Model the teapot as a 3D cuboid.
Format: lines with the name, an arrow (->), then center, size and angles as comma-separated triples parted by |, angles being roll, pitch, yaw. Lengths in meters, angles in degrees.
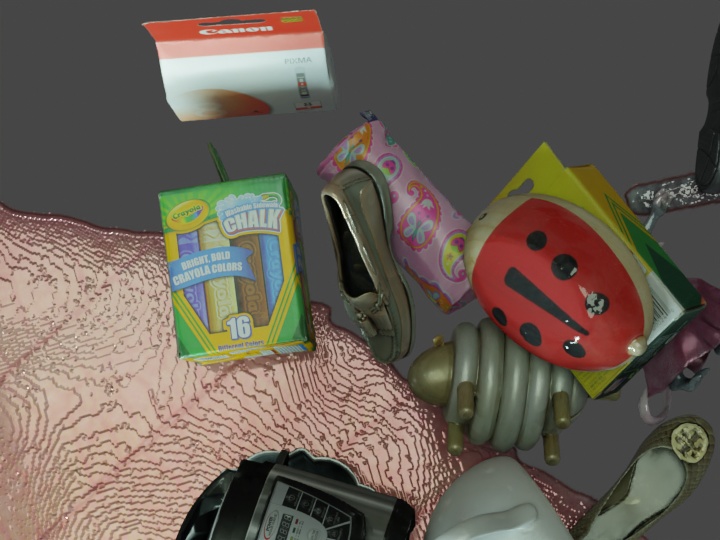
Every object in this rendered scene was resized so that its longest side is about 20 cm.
teapot -> 0.115, 0.270, 1.470 | 0.145, 0.197, 0.201 | -31, 105, -6

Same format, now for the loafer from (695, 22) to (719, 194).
loafer -> 0.368, -0.168, 1.602 | 0.062, 0.072, 0.202 | 11, 90, -15

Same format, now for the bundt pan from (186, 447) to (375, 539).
bundt pan -> -0.064, 0.268, 1.566 | 0.200, 0.076, 0.204 | 0, 83, 3

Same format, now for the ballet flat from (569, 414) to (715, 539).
ballet flat -> 0.257, 0.214, 1.566 | 0.200, 0.046, 0.067 | -44, 83, -2

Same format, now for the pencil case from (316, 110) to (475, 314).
pencil case -> 0.049, -0.054, 1.594 | 0.087, 0.087, 0.200 | -41, 81, -2

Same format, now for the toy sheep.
toy sheep -> 0.141, 0.107, 1.546 | 0.198, 0.138, 0.139 | 9, 84, -6

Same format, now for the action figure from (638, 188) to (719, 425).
action figure -> 0.261, 0.018, 1.579 | 0.200, 0.134, 0.149 | 41, 120, 11

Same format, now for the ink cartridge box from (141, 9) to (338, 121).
ink cartridge box -> -0.106, -0.188, 1.559 | 0.160, 0.200, 0.051 | -4, 83, 4

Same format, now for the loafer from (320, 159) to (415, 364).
loafer -> 0.000, 0.000, 1.561 | 0.071, 0.063, 0.202 | 9, 119, 41

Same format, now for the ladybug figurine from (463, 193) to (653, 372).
ladybug figurine -> 0.164, 0.013, 1.452 | 0.199, 0.072, 0.137 | 34, 115, 29

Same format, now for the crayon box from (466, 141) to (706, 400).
crayon box -> 0.199, -0.003, 1.501 | 0.127, 0.051, 0.201 | -48, 68, 32

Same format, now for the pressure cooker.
pressure cooker -> -0.065, 0.260, 1.442 | 0.198, 0.176, 0.180 | 15, 101, 6

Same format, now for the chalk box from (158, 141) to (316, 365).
chalk box -> -0.115, -0.020, 1.579 | 0.123, 0.125, 0.202 | -7, 84, 3
